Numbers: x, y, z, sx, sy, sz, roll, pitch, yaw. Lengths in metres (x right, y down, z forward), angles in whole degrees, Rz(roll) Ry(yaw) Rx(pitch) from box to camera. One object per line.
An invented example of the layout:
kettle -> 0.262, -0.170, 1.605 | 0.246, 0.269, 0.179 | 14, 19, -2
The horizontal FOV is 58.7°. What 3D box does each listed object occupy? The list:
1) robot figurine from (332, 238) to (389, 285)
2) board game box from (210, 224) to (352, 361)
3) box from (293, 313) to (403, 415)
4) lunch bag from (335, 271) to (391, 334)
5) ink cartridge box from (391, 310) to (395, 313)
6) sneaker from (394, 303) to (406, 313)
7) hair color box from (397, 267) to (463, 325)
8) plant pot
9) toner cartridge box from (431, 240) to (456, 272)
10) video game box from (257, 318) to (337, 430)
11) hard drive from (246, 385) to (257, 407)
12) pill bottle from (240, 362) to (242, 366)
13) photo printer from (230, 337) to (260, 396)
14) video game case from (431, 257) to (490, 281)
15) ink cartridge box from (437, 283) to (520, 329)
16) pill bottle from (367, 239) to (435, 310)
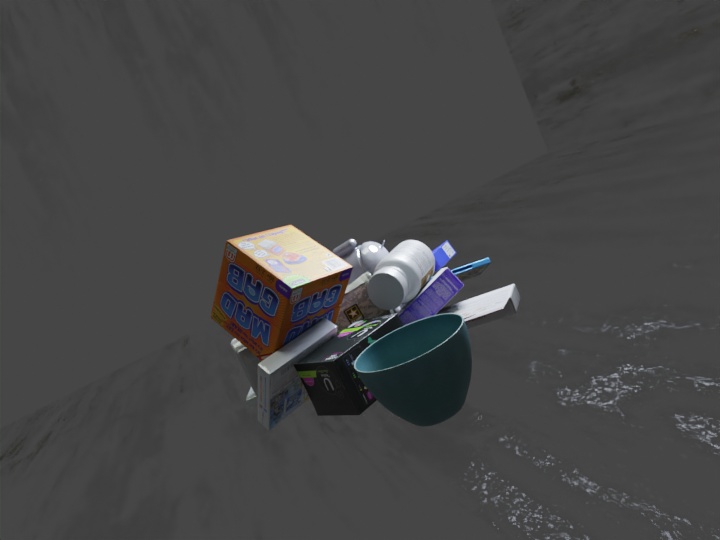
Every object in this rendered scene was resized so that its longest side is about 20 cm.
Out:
robot figurine -> 0.000, 0.000, 1.643 | 0.199, 0.170, 0.113 | -29, 21, 24
board game box -> -0.174, 0.048, 1.400 | 0.199, 0.201, 0.199 | 34, 31, 27
box -> -0.006, 0.193, 1.319 | 0.199, 0.125, 0.148 | -33, 11, -39
lunch bag -> -0.013, 0.105, 1.564 | 0.163, 0.118, 0.200 | -31, -34, 0
ink cartridge box -> 0.035, 0.156, 1.754 | 0.160, 0.051, 0.200 | -24, -10, 7
sneaker -> 0.147, 0.092, 1.649 | 0.113, 0.076, 0.200 | -27, 6, 5
hair color box -> 0.147, 0.084, 1.499 | 0.200, 0.065, 0.109 | -43, -2, 0
plant pot -> 0.106, 0.177, 1.070 | 0.198, 0.136, 0.200 | -25, 8, 4
toner cartridge box -> 0.150, 0.005, 1.644 | 0.200, 0.043, 0.095 | -39, -2, 43
video game box -> -0.136, 0.223, 1.381 | 0.047, 0.184, 0.199 | 31, 44, 29
hard drive -> -0.191, 0.280, 1.645 | 0.198, 0.026, 0.132 | -24, 9, 2
pill bottle -> -0.252, 0.235, 1.796 | 0.112, 0.113, 0.199 | -30, 11, -34
photo printer -> -0.198, 0.194, 1.562 | 0.199, 0.168, 0.069 | -29, 35, -15
video game case -> 0.250, 0.021, 1.758 | 0.198, 0.018, 0.143 | -18, -12, -6
ink cartridge box -> 0.245, 0.104, 1.416 | 0.199, 0.045, 0.176 | -22, 8, 25
pill bottle -> 0.093, 0.012, 1.481 | 0.114, 0.115, 0.200 | -19, 11, 30
